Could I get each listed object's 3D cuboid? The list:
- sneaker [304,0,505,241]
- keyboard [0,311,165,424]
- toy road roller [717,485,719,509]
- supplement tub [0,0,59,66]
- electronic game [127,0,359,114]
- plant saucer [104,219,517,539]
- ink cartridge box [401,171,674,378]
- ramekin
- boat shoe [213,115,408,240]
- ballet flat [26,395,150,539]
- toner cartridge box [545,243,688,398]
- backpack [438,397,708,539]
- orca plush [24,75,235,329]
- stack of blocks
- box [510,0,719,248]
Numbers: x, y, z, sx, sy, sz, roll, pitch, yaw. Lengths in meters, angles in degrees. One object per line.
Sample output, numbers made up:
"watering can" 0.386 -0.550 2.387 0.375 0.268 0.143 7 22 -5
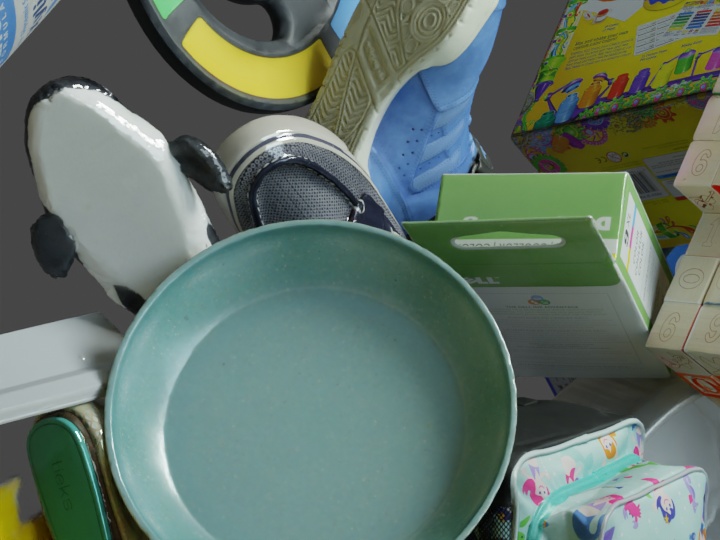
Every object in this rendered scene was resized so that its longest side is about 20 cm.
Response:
"sneaker" 0.040 -0.091 1.557 0.111 0.077 0.200 22 101 -48
"keyboard" -0.180 0.053 1.358 0.200 0.056 0.011 -13 131 -48
"toy road roller" 0.287 0.184 1.758 0.123 0.146 0.200 -20 97 -49
"supplement tub" -0.198 -0.159 1.319 0.132 0.132 0.200 55 47 -24
"electronic game" -0.062 -0.184 1.536 0.200 0.042 0.200 11 74 -45
"plant saucer" -0.023 0.073 1.383 0.036 0.200 0.200 81 18 -67
"ink cartridge box" 0.100 -0.007 1.520 0.200 0.104 0.059 55 39 -59
"ramekin" 0.176 0.140 1.638 0.200 0.105 0.200 -12 111 -33
"boat shoe" 0.000 0.000 1.474 0.093 0.075 0.200 53 6 40
"ballet flat" -0.113 0.157 1.395 0.062 0.067 0.200 -8 89 -55
"toner cartridge box" 0.191 0.035 1.763 0.200 0.043 0.095 -48 118 -41
"backpack" 0.093 0.177 1.462 0.178 0.151 0.200 -11 111 -59
"orca plush" -0.098 -0.026 1.444 0.200 0.105 0.071 38 18 -18
"stack of blocks" 0.228 -0.030 1.539 0.115 0.059 0.200 36 71 -35
"box" 0.228 -0.131 1.721 0.122 0.200 0.193 46 53 -31
